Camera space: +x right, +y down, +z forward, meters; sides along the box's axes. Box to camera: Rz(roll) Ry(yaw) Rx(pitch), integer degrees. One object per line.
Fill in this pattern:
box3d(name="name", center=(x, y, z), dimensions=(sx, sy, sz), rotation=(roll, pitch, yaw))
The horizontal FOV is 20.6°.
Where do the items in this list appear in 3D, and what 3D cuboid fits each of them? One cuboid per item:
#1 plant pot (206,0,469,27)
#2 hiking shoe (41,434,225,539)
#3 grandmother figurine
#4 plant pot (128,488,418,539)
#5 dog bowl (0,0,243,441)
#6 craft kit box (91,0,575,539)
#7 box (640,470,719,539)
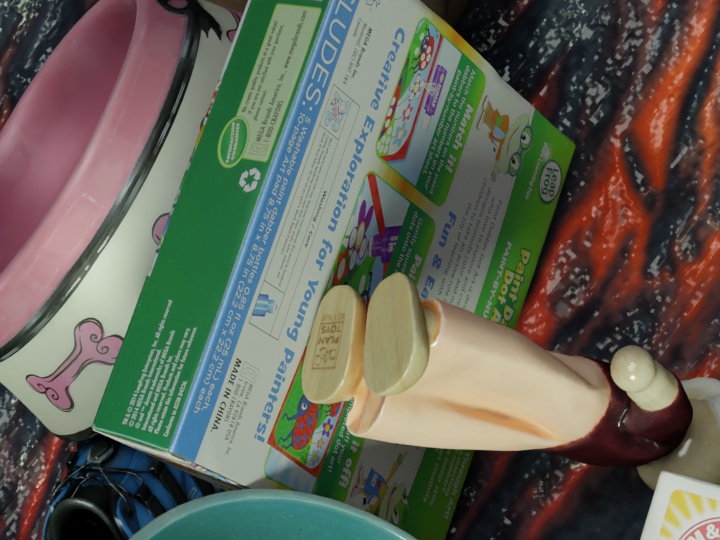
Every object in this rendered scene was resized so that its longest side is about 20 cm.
box3d(name="plant pot", center=(-0.006, -0.209, 0.868), dimensions=(0.199, 0.201, 0.175), rotation=(25, 66, 25))
box3d(name="hiking shoe", center=(-0.093, 0.092, 0.841), dimensions=(0.074, 0.087, 0.202), rotation=(-5, 71, 18))
box3d(name="grandmother figurine", center=(0.075, 0.053, 0.749), dimensions=(0.121, 0.199, 0.061), rotation=(2, 76, 59))
box3d(name="plant pot", center=(-0.052, 0.214, 0.715), dimensions=(0.188, 0.199, 0.201), rotation=(-49, 57, 39))
box3d(name="dog bowl", center=(-0.107, -0.033, 0.832), dimensions=(0.200, 0.074, 0.201), rotation=(-47, 24, 29))
box3d(name="craft kit box", center=(0.000, 0.000, 0.776), dimensions=(0.048, 0.197, 0.201), rotation=(11, 76, 37))
box3d(name="box", center=(0.192, 0.157, 0.707), dimensions=(0.199, 0.101, 0.113), rotation=(13, 78, 23))
